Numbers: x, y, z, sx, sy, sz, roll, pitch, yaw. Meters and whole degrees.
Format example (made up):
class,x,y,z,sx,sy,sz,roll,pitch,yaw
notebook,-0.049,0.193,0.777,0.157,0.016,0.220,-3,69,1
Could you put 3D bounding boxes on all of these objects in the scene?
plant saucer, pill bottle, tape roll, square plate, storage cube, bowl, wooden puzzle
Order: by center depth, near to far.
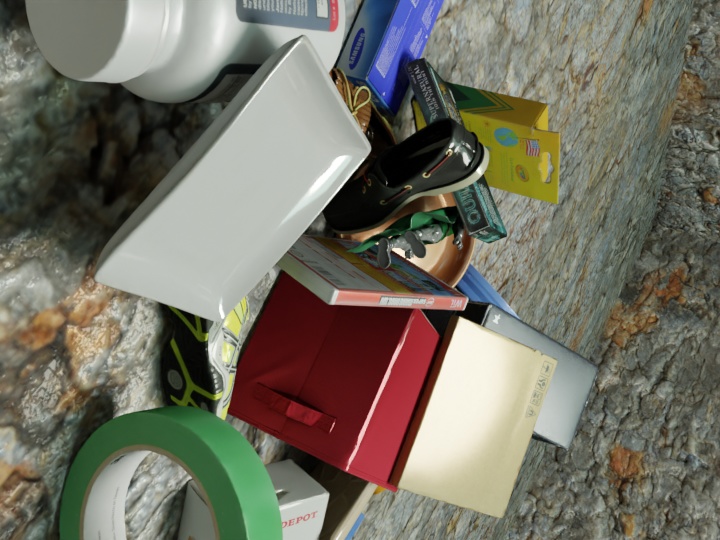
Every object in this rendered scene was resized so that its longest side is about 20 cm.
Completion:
class,x,y,z,sx,sy,sz,roll,pitch,yaw
pill bottle,-0.110,-0.175,0.504,0.200,0.119,0.120,-21,126,-57
square plate,-0.084,-0.055,0.550,0.200,0.028,0.198,-49,163,0
tape roll,-0.158,0.213,0.606,0.048,0.199,0.202,6,103,-63
storage cube,-0.020,0.122,0.843,0.181,0.170,0.200,-65,153,-12
plant saucer,0.055,-0.054,0.921,0.199,0.037,0.202,-4,97,-29
wooden puzzle,-0.026,0.291,0.962,0.185,0.046,0.200,-50,-168,-34
bowl,0.185,0.039,1.159,0.039,0.201,0.201,-42,152,4

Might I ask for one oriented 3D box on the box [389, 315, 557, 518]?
class,x,y,z,sx,sy,sz,roll,pitch,yaw
box,0.134,0.170,0.860,0.163,0.021,0.201,24,84,-28

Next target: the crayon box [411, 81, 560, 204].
class,x,y,z,sx,sy,sz,roll,pitch,yaw
crayon box,0.172,-0.167,0.973,0.051,0.199,0.127,-55,150,-27

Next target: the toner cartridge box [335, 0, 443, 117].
class,x,y,z,sx,sy,sz,roll,pitch,yaw
toner cartridge box,0.044,-0.283,0.825,0.095,0.043,0.201,33,78,-63

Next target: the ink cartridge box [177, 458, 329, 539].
class,x,y,z,sx,sy,sz,roll,pitch,yaw
ink cartridge box,-0.129,0.327,0.836,0.145,0.083,0.201,-1,110,-44

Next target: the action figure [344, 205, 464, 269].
class,x,y,z,sx,sy,sz,roll,pitch,yaw
action figure,0.076,-0.044,0.837,0.200,0.117,0.055,-26,102,-63

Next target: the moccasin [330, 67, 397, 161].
class,x,y,z,sx,sy,sz,roll,pitch,yaw
moccasin,-0.017,-0.156,0.757,0.074,0.077,0.201,-66,153,-7

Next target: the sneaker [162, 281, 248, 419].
class,x,y,z,sx,sy,sz,roll,pitch,yaw
sneaker,-0.134,0.066,0.693,0.076,0.075,0.201,-25,131,-52

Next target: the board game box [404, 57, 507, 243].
class,x,y,z,sx,sy,sz,roll,pitch,yaw
board game box,0.111,-0.132,0.853,0.135,0.028,0.201,7,62,-70

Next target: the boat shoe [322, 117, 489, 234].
class,x,y,z,sx,sy,sz,roll,pitch,yaw
boat shoe,0.033,-0.098,0.779,0.063,0.201,0.074,36,46,-38

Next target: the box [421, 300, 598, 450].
class,x,y,z,sx,sy,sz,roll,pitch,yaw
box,0.167,0.131,0.999,0.199,0.196,0.125,29,77,-24

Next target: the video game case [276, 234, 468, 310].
class,x,y,z,sx,sy,sz,roll,pitch,yaw
video game case,0.000,0.000,0.769,0.199,0.143,0.018,5,112,-45
